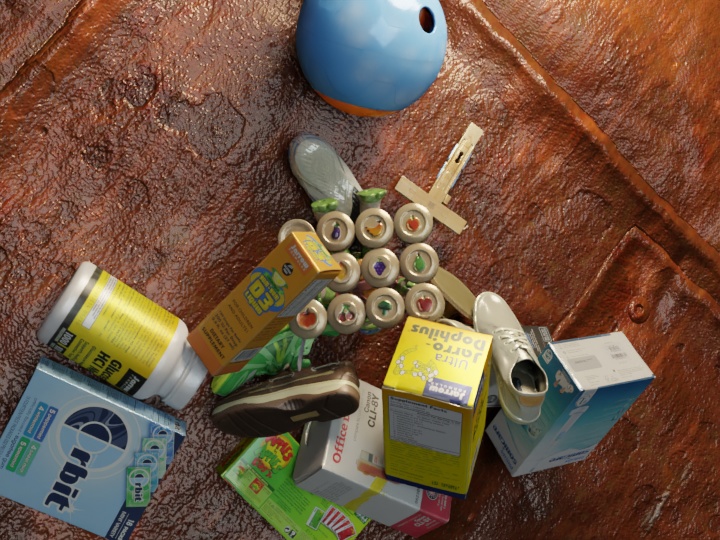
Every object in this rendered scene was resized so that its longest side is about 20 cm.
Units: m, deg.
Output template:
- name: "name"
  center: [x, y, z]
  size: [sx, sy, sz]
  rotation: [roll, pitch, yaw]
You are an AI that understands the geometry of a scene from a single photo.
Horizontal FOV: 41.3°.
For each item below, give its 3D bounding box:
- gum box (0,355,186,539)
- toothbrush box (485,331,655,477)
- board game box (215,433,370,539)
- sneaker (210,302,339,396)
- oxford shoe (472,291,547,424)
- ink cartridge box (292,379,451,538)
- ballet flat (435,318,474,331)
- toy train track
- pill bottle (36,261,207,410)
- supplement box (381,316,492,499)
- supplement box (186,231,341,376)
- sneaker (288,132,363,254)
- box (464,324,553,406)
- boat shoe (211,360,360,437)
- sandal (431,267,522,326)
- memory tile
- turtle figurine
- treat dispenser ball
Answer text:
- name: "gum box"
  center: [-0.341, 0.225, 1.179]
  size: [0.198, 0.045, 0.171]
  rotation: [27, 100, -16]
- name: "toothbrush box"
  center: [0.287, 0.187, 1.324]
  size: [0.145, 0.201, 0.086]
  rotation: [-6, 48, -32]
- name: "board game box"
  center: [-0.089, 0.302, 1.288]
  size: [0.102, 0.048, 0.200]
  rotation: [-46, 103, -14]
- name: "sneaker"
  center: [-0.109, 0.110, 1.269]
  size: [0.199, 0.074, 0.084]
  rotation: [-34, 96, -16]
- name: "oxford shoe"
  center: [0.200, 0.105, 1.257]
  size: [0.074, 0.058, 0.202]
  rotation: [2, 49, -17]
- name: "ink cartridge box"
  center: [0.025, 0.247, 1.276]
  size: [0.198, 0.083, 0.147]
  rotation: [27, 52, -19]
- name: "ballet flat"
  center: [0.133, 0.117, 1.227]
  size: [0.069, 0.070, 0.201]
  rotation: [-28, 138, -17]
- name: "toy train track"
  center: [0.117, -0.125, 1.374]
  size: [0.114, 0.033, 0.201]
  rotation: [34, 73, -8]
- name: "pill bottle"
  center: [-0.289, 0.087, 1.187]
  size: [0.199, 0.112, 0.113]
  rotation: [34, 79, -15]
- name: "supplement box"
  center: [0.093, 0.170, 1.161]
  size: [0.107, 0.201, 0.110]
  rotation: [12, 49, 13]
- name: "supplement box"
  center: [-0.118, 0.041, 1.160]
  size: [0.200, 0.069, 0.067]
  rotation: [-44, 73, 16]
- name: "sneaker"
  center: [-0.032, -0.102, 1.306]
  size: [0.071, 0.073, 0.201]
  rotation: [-31, 114, 1]
- name: "box"
  center: [0.164, 0.135, 1.338]
  size: [0.197, 0.117, 0.061]
  rotation: [4, 45, -19]
- name: "boat shoe"
  center: [-0.094, 0.161, 1.231]
  size: [0.199, 0.075, 0.075]
  rotation: [-10, 135, 12]
- name: "sandal"
  center: [0.150, 0.074, 1.364]
  size: [0.211, 0.078, 0.070]
  rotation: [32, 118, -30]
- name: "memory tile"
  center: [0.000, 0.000, 1.185]
  size: [0.197, 0.017, 0.156]
  rotation: [-7, 83, 4]
- name: "turtle figurine"
  center: [0.002, 0.004, 1.229]
  size: [0.200, 0.142, 0.197]
  rotation: [-35, 117, -61]
- name: "treat dispenser ball"
  center: [0.014, -0.304, 1.247]
  size: [0.198, 0.201, 0.204]
  rotation: [0, 90, -19]
